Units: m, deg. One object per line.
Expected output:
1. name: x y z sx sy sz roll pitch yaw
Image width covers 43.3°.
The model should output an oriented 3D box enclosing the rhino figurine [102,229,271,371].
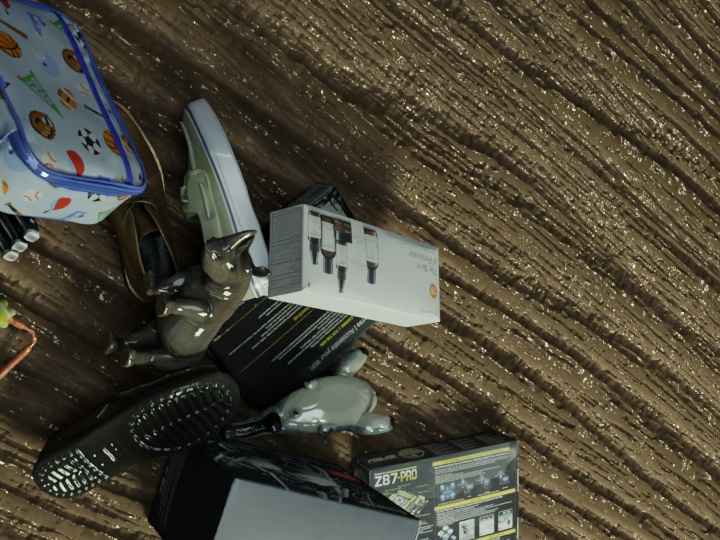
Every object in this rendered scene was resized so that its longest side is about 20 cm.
1. rhino figurine: -0.144 0.024 0.791 0.087 0.200 0.060 7 49 -42

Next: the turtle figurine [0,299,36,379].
1. turtle figurine: -0.391 0.052 0.763 0.200 0.064 0.162 -26 106 -20

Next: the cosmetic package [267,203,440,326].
1. cosmetic package: 0.000 0.000 0.876 0.200 0.051 0.083 14 73 -47

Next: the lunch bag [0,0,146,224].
1. lunch bag: -0.262 -0.137 0.736 0.160 0.075 0.200 2 60 -63

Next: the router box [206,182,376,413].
1. router box: -0.070 0.030 0.927 0.200 0.051 0.149 -41 113 -17

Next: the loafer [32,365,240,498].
1. loafer: -0.209 0.134 0.837 0.199 0.071 0.073 -23 126 -3

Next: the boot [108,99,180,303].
1. boot: -0.206 -0.064 0.837 0.073 0.075 0.201 -21 104 -21

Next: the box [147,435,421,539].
1. box: -0.078 0.242 0.876 0.200 0.182 0.104 20 87 -27

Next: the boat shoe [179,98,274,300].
1. boat shoe: -0.136 -0.065 0.850 0.062 0.072 0.201 -20 79 -7

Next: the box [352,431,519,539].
1. box: 0.090 0.281 1.040 0.199 0.049 0.162 -6 100 -26

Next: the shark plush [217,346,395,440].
1. shark plush: -0.050 0.154 0.908 0.200 0.083 0.091 -22 79 -47

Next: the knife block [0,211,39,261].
1. knife block: -0.328 -0.102 0.720 0.064 0.175 0.201 4 95 -71
